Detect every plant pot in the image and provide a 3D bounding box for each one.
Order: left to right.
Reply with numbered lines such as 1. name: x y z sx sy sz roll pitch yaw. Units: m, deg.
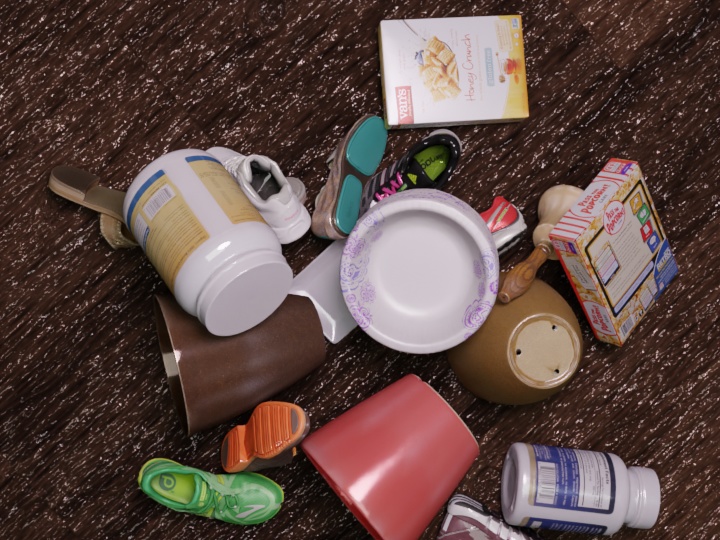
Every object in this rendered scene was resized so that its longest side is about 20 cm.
1. plant pot: -0.153 0.101 1.354 0.198 0.187 0.189 -13 92 -16
2. plant pot: 0.047 0.246 1.363 0.177 0.200 0.201 -41 93 -11
3. plant pot: 0.216 0.095 1.359 0.185 0.200 0.188 0 90 -3

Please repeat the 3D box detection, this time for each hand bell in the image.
1. hand bell: 0.234 -0.018 1.357 0.104 0.104 0.200 49 52 -4

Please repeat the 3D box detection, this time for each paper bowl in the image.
1. paper bowl: 0.078 -0.004 1.318 0.199 0.104 0.202 3 105 9

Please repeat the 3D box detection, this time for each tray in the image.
1. tray: 0.000 0.000 1.400 0.200 0.022 0.107 -41 95 19

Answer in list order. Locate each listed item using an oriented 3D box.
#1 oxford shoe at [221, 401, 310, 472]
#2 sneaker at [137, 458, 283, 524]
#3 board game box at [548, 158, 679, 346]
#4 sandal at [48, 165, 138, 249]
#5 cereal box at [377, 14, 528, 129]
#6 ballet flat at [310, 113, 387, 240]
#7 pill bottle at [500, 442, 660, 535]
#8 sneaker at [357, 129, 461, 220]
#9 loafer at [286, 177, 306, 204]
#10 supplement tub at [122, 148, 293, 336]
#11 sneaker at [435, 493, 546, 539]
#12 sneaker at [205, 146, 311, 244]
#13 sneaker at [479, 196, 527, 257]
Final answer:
1. oxford shoe: -0.110 0.218 1.351 0.072 0.200 0.072 11 65 -30
2. sneaker: -0.203 0.304 1.389 0.198 0.084 0.075 10 90 -5
3. board game box: 0.341 -0.023 1.373 0.152 0.046 0.201 -47 127 -21
4. sandal: -0.327 -0.065 1.394 0.210 0.078 0.070 27 121 3
5. cereal box: 0.126 -0.272 1.418 0.198 0.040 0.145 -5 88 -8
6. ballet flat: -0.023 -0.127 1.394 0.068 0.067 0.201 43 54 -32
7. pill bottle: 0.299 0.301 1.412 0.198 0.111 0.112 8 90 -4
8. sneaker: 0.062 -0.118 1.399 0.200 0.087 0.074 -42 94 -2
9. loafer: -0.155 -0.050 1.402 0.199 0.063 0.072 -37 53 -12
10. supplement tub: -0.185 -0.034 1.259 0.144 0.145 0.200 -38 63 -3
11. sneaker: 0.191 0.405 1.432 0.199 0.076 0.116 29 94 6
12. sneaker: -0.142 -0.123 1.347 0.199 0.100 0.078 34 63 32
13. sneaker: 0.131 -0.032 1.425 0.199 0.077 0.085 -31 73 -4
